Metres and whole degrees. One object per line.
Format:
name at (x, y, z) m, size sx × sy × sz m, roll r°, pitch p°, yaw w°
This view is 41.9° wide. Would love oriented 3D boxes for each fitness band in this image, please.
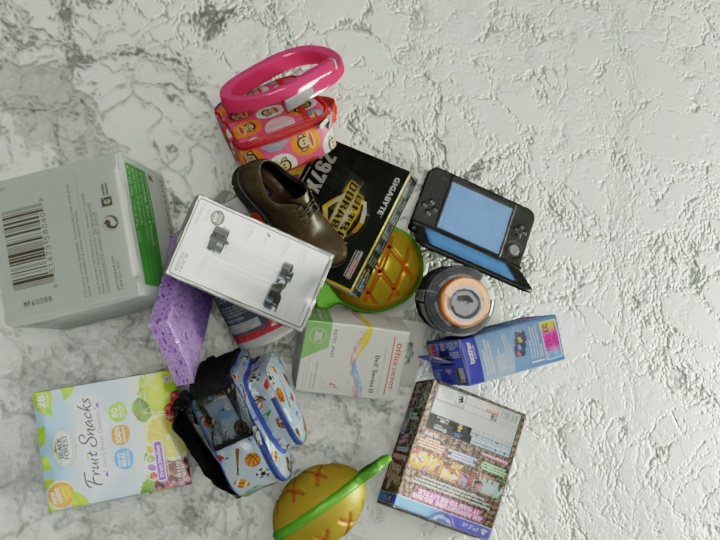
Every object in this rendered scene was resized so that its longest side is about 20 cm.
fitness band at (-0.116, -0.284, 1.396) m, size 0.200 × 0.143 × 0.038 m, roll -36°, pitch 128°, yaw -31°

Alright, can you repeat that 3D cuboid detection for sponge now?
sponge at (-0.243, 0.049, 1.300) m, size 0.030 × 0.200 × 0.112 m, roll -11°, pitch 127°, yaw 8°

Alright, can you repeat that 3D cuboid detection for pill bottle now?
pill bottle at (0.143, 0.045, 1.417) m, size 0.106 × 0.200 × 0.107 m, roll 0°, pitch 90°, yaw -3°
pill bottle at (-0.163, 0.001, 1.343) m, size 0.119 × 0.120 × 0.200 m, roll -29°, pitch 99°, yaw -16°

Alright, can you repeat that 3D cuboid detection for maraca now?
maraca at (0.000, 0.000, 1.448) m, size 0.199 × 0.107 × 0.138 m, roll -9°, pitch 93°, yaw -8°
maraca at (-0.041, 0.327, 1.357) m, size 0.200 × 0.137 × 0.107 m, roll -33°, pitch 86°, yaw -11°

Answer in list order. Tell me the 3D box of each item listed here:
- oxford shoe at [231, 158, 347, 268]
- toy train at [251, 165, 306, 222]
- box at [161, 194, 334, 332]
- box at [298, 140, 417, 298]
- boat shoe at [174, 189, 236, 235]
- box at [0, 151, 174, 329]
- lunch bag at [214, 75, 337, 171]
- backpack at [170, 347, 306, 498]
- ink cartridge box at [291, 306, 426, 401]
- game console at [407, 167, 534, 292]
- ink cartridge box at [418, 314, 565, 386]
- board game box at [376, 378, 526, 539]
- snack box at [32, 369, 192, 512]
oxford shoe at (-0.087, -0.076, 1.303) m, size 0.200 × 0.084 × 0.073 m, roll 41°, pitch 60°, yaw -20°
toy train at (-0.086, -0.121, 1.478) m, size 0.199 × 0.056 × 0.151 m, roll 8°, pitch 88°, yaw -14°
box at (-0.149, -0.008, 1.253) m, size 0.199 × 0.060 × 0.117 m, roll 23°, pitch 84°, yaw -16°
box at (-0.031, -0.081, 1.400) m, size 0.159 × 0.049 × 0.200 m, roll 25°, pitch 83°, yaw 22°
boat shoe at (-0.265, -0.050, 1.411) m, size 0.065 × 0.074 × 0.202 m, roll 42°, pitch 83°, yaw -2°
box at (-0.375, -0.034, 1.302) m, size 0.199 × 0.171 × 0.200 m, roll -13°, pitch 83°, yaw 7°
lunch bag at (-0.116, -0.219, 1.409) m, size 0.176 × 0.200 × 0.082 m, roll -22°, pitch 124°, yaw -9°
backpack at (-0.158, 0.215, 1.335) m, size 0.154 × 0.200 × 0.191 m, roll -15°, pitch 101°, yaw 7°
ink cartridge box at (0.004, 0.129, 1.427) m, size 0.199 × 0.067 × 0.118 m, roll 7°, pitch 104°, yaw -12°
game console at (0.188, -0.068, 1.494) m, size 0.199 × 0.116 × 0.176 m, roll 24°, pitch 72°, yaw -9°
ink cartridge box at (0.192, 0.127, 1.449) m, size 0.199 × 0.136 × 0.077 m, roll -14°, pitch 88°, yaw -19°
board game box at (0.139, 0.287, 1.438) m, size 0.159 × 0.097 × 0.201 m, roll 22°, pitch 76°, yaw -9°
snack box at (-0.353, 0.240, 1.343) m, size 0.199 × 0.068 × 0.169 m, roll -9°, pitch 84°, yaw -13°
